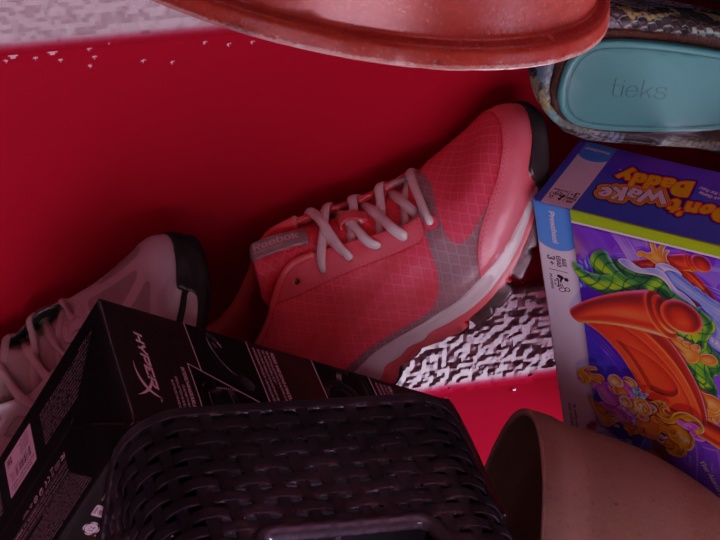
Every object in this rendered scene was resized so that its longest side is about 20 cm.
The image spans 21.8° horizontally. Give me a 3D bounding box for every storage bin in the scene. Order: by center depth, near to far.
[{"bbox_3d":[-0.028,0.152,0.704,0.135,0.094,0.201,-2,130,-20],"label":"storage bin"}]

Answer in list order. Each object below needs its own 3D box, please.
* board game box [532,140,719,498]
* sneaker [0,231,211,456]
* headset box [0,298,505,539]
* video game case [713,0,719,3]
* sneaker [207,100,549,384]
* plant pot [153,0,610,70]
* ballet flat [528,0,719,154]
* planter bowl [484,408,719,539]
[{"bbox_3d":[0.152,0.050,0.796,0.134,0.045,0.201,15,136,31],"label":"board game box"},{"bbox_3d":[-0.151,0.053,0.796,0.115,0.076,0.201,19,123,-30],"label":"sneaker"},{"bbox_3d":[-0.050,0.112,0.777,0.199,0.077,0.149,19,119,-32],"label":"headset box"},{"bbox_3d":[0.172,-0.196,0.727,0.142,0.019,0.200,13,122,-25],"label":"video game case"},{"bbox_3d":[0.000,0.000,0.800,0.087,0.074,0.200,29,114,-29],"label":"sneaker"},{"bbox_3d":[0.007,-0.193,0.582,0.200,0.201,0.196,4,119,-18],"label":"plant pot"},{"bbox_3d":[0.160,-0.081,0.781,0.199,0.074,0.074,11,124,-20],"label":"ballet flat"},{"bbox_3d":[0.112,0.170,0.777,0.134,0.201,0.201,12,125,-4],"label":"planter bowl"}]
